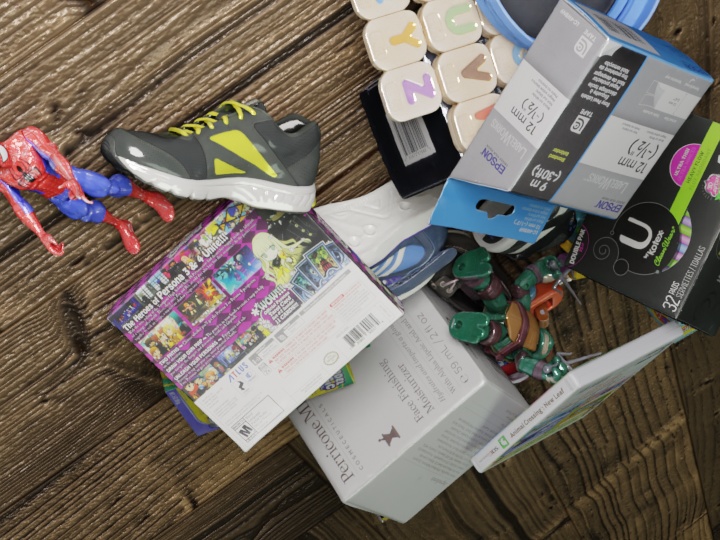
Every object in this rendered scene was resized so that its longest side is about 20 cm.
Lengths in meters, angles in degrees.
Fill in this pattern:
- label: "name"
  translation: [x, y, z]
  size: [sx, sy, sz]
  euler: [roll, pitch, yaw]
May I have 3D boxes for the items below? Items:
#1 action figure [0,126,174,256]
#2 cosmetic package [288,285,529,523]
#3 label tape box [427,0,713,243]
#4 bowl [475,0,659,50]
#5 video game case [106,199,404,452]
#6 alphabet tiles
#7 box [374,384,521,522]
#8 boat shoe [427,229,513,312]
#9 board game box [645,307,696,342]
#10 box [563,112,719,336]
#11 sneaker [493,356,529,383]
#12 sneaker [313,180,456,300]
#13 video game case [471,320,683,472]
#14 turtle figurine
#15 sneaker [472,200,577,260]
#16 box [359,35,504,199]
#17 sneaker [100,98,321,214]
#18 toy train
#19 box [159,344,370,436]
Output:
- label: "action figure"
  translation: [-0.211, -0.046, 1.082]
  size: [0.065, 0.099, 0.200]
  euler: [-43, 147, 13]
- label: "cosmetic package"
  translation: [0.046, 0.139, 1.530]
  size: [0.200, 0.165, 0.165]
  euler: [-41, 151, 8]
- label: "label tape box"
  translation: [0.159, -0.093, 1.089]
  size: [0.142, 0.066, 0.201]
  euler: [9, 119, -45]
- label: "bowl"
  translation: [0.156, -0.261, 1.089]
  size: [0.199, 0.039, 0.203]
  euler: [-3, 96, -33]
- label: "video game case"
  translation: [-0.092, 0.035, 1.263]
  size: [0.200, 0.036, 0.181]
  euler: [-42, 106, 11]
- label: "alphabet tiles"
  translation: [0.089, -0.197, 1.097]
  size: [0.194, 0.202, 0.015]
  euler: [-20, -175, -24]
- label: "box"
  translation: [0.100, 0.204, 1.696]
  size: [0.199, 0.050, 0.160]
  euler: [-35, -172, 11]
- label: "boat shoe"
  translation: [0.116, 0.010, 1.526]
  size: [0.067, 0.057, 0.200]
  euler: [-42, 150, 12]
- label: "board game box"
  translation: [0.401, -0.020, 1.725]
  size: [0.102, 0.105, 0.201]
  euler: [-28, 149, -10]
- label: "box"
  translation: [0.338, -0.057, 1.506]
  size: [0.124, 0.148, 0.202]
  euler: [19, 96, -56]
- label: "sneaker"
  translation: [0.122, 0.123, 1.638]
  size: [0.199, 0.072, 0.112]
  euler: [-35, -178, -12]
- label: "sneaker"
  translation: [0.000, 0.000, 1.370]
  size: [0.199, 0.081, 0.147]
  euler: [-27, 146, -24]
- label: "video game case"
  translation: [0.229, 0.132, 1.503]
  size: [0.199, 0.022, 0.182]
  euler: [-20, 159, -44]
- label: "turtle figurine"
  translation: [0.168, 0.056, 1.483]
  size: [0.100, 0.151, 0.199]
  euler: [-30, 144, 29]
- label: "sneaker"
  translation: [0.214, -0.089, 1.483]
  size: [0.200, 0.073, 0.111]
  euler: [-40, 154, 24]
- label: "box"
  translation: [0.124, -0.151, 1.202]
  size: [0.199, 0.105, 0.148]
  euler: [-23, -178, -22]
- label: "sneaker"
  translation: [-0.116, -0.102, 1.140]
  size: [0.199, 0.074, 0.085]
  euler: [7, 103, -40]
- label: "toy train"
  translation: [0.233, -0.002, 1.630]
  size: [0.149, 0.056, 0.201]
  euler: [-28, 150, -14]
- label: "box"
  translation: [-0.088, 0.094, 1.404]
  size: [0.198, 0.049, 0.118]
  euler: [-21, 150, 1]
